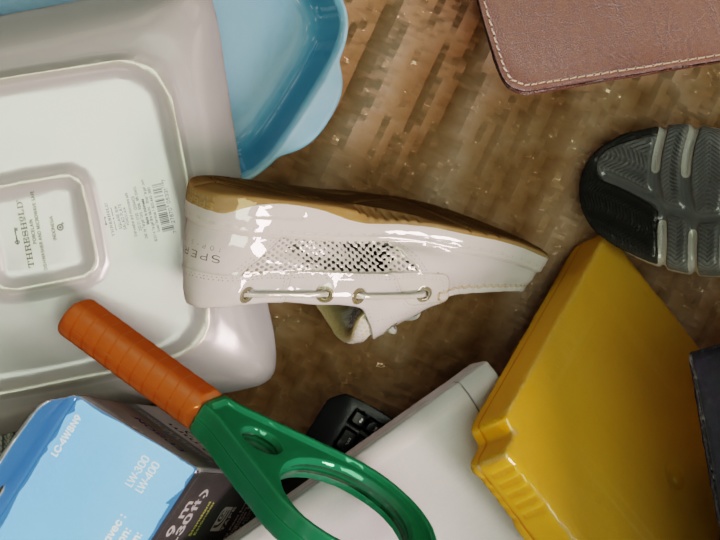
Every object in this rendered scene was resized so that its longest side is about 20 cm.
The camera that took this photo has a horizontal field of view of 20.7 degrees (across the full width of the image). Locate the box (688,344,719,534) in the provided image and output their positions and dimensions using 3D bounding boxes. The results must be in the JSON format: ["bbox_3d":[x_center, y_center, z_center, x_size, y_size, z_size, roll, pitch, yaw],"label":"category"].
[{"bbox_3d":[0.241,0.142,0.888,0.117,0.197,0.200,-15,67,19],"label":"box"}]

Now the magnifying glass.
[{"bbox_3d":[-0.052,0.075,0.868,0.200,0.080,0.022,36,112,17],"label":"magnifying glass"}]

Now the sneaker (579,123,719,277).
[{"bbox_3d":[0.217,-0.022,0.994,0.200,0.115,0.075,6,81,24],"label":"sneaker"}]

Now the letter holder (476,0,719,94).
[{"bbox_3d":[0.105,-0.193,0.933,0.142,0.101,0.200,-10,101,-6],"label":"letter holder"}]

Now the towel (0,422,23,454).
[{"bbox_3d":[-0.212,0.021,0.949,0.192,0.035,0.200,2,101,-8],"label":"towel"}]

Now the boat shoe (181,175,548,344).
[{"bbox_3d":[0.000,0.000,0.941,0.200,0.071,0.069,7,100,-33],"label":"boat shoe"}]

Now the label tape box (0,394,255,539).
[{"bbox_3d":[-0.122,0.134,0.892,0.066,0.200,0.143,34,93,15],"label":"label tape box"}]

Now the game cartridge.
[{"bbox_3d":[0.143,0.106,0.965,0.032,0.176,0.200,-29,106,39],"label":"game cartridge"}]

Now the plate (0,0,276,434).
[{"bbox_3d":[-0.149,-0.020,0.914,0.200,0.032,0.200,-11,102,-7],"label":"plate"}]

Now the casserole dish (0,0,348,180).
[{"bbox_3d":[-0.101,-0.126,0.937,0.200,0.039,0.121,32,92,-14],"label":"casserole dish"}]

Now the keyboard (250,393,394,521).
[{"bbox_3d":[-0.020,0.167,0.940,0.104,0.040,0.200,30,92,-2],"label":"keyboard"}]

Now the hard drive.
[{"bbox_3d":[0.014,0.150,0.909,0.200,0.027,0.132,-34,97,-22],"label":"hard drive"}]
